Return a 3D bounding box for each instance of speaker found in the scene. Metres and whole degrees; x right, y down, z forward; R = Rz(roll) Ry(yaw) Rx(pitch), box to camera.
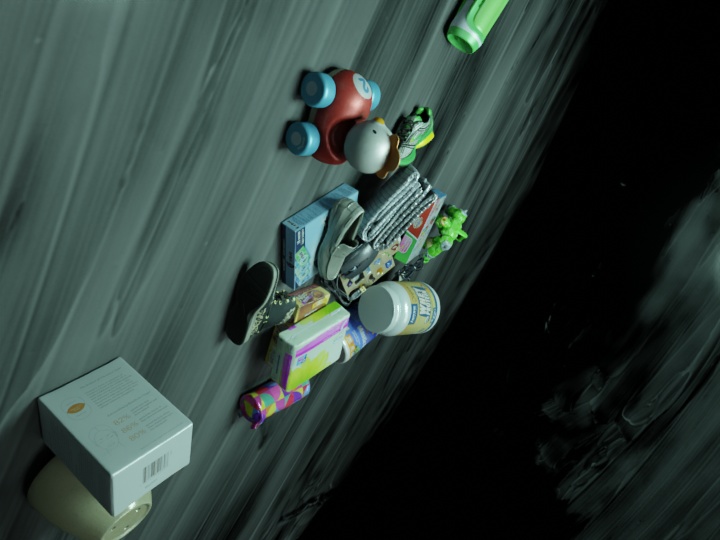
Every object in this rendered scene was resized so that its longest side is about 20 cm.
[{"bbox_3d":[0.275,-0.590,1.382,0.200,0.088,0.088,-57,156,1],"label":"speaker"}]

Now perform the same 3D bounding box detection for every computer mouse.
[{"bbox_3d":[0.000,0.000,1.539,0.200,0.046,0.141,-46,133,-17],"label":"computer mouse"},{"bbox_3d":[0.109,0.050,1.798,0.138,0.053,0.200,-28,165,-49],"label":"computer mouse"}]

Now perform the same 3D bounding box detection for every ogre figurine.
[{"bbox_3d":[0.254,-0.118,1.849,0.200,0.098,0.120,-40,-168,-26],"label":"ogre figurine"}]

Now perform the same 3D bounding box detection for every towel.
[{"bbox_3d":[0.076,-0.145,1.424,0.200,0.086,0.166,-47,-164,8],"label":"towel"}]

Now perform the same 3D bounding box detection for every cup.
[{"bbox_3d":[-0.455,0.395,1.101,0.200,0.143,0.201,-42,161,-18],"label":"cup"}]

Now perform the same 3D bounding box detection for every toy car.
[{"bbox_3d":[0.004,-0.255,1.139,0.184,0.200,0.178,-17,135,-55],"label":"toy car"}]

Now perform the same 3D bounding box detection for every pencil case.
[{"bbox_3d":[-0.215,0.318,1.564,0.200,0.088,0.089,-23,139,-50],"label":"pencil case"}]

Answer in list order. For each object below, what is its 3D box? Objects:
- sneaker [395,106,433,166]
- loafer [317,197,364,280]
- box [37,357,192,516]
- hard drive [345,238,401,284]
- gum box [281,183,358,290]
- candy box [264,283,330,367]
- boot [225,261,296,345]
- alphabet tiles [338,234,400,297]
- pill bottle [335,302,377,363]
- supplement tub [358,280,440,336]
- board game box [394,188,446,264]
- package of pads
[{"bbox_3d":[0.101,-0.309,1.426,0.200,0.078,0.085,-51,150,-34],"label":"sneaker"},{"bbox_3d":[-0.042,-0.059,1.338,0.070,0.070,0.201,-28,142,-47],"label":"loafer"},{"bbox_3d":[-0.399,0.264,1.014,0.152,0.200,0.107,-29,143,-45],"label":"box"},{"bbox_3d":[0.028,-0.037,1.646,0.200,0.038,0.140,-52,155,-10],"label":"hard drive"},{"bbox_3d":[-0.090,-0.075,1.369,0.200,0.044,0.170,-37,149,-36],"label":"gum box"},{"bbox_3d":[-0.153,0.139,1.498,0.116,0.056,0.201,-21,136,-51],"label":"candy box"},{"bbox_3d":[-0.191,0.054,1.306,0.154,0.073,0.204,-20,143,-56],"label":"boot"},{"bbox_3d":[0.021,-0.039,1.579,0.200,0.008,0.168,-39,132,-23],"label":"alphabet tiles"},{"bbox_3d":[-0.014,0.157,1.709,0.200,0.112,0.112,-36,149,-37],"label":"pill bottle"},{"bbox_3d":[0.103,0.101,1.655,0.199,0.145,0.145,2,119,-50],"label":"supplement tub"},{"bbox_3d":[0.171,-0.127,1.756,0.201,0.040,0.153,-66,168,18],"label":"board game box"},{"bbox_3d":[-0.117,0.181,1.467,0.200,0.068,0.155,-28,142,-44],"label":"package of pads"}]
